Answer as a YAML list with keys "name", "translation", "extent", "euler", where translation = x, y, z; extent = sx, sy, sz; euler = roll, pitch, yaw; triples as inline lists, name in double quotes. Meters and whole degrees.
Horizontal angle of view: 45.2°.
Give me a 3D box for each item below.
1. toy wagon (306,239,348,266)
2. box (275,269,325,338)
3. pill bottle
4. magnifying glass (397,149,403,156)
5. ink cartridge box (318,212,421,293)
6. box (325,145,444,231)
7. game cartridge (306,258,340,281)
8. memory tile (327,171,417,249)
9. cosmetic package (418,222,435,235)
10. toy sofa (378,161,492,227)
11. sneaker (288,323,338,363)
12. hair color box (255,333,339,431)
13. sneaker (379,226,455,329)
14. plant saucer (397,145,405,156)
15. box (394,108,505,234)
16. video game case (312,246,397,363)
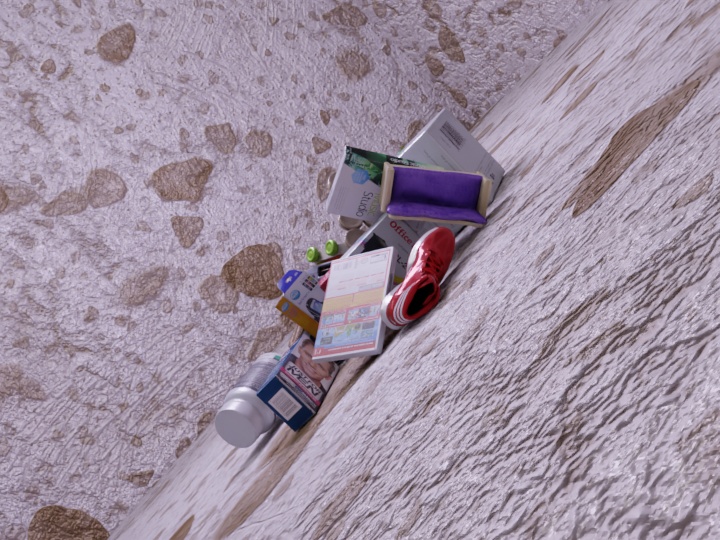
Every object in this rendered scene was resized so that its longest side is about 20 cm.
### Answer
- name: "toy wagon"
  translation: [-0.010, -0.036, 1.800]
  extent: [0.154, 0.040, 0.199]
  euler: [4, -13, -37]
- name: "box"
  translation: [-0.083, 0.082, 1.744]
  extent: [0.042, 0.199, 0.119]
  euler: [-55, -1, 31]
- name: "pill bottle"
  translation: [-0.214, 0.270, 1.805]
  extent: [0.113, 0.113, 0.200]
  euler: [-44, 4, 36]
- name: "magnifying glass"
  translation: [0.150, -0.184, 1.899]
  extent: [0.022, 0.201, 0.079]
  euler: [-38, -5, 31]
- name: "ink cartridge box"
  translation: [0.040, 0.001, 1.636]
  extent: [0.200, 0.146, 0.083]
  euler: [-47, 4, 3]
- name: "box"
  translation: [0.047, -0.154, 1.654]
  extent: [0.037, 0.198, 0.145]
  euler: [-94, 19, -45]
- name: "game cartridge"
  translation: [0.000, 0.000, 1.790]
  extent: [0.199, 0.042, 0.133]
  euler: [-15, -13, 43]
- name: "memory tile"
  translation: [0.022, -0.124, 1.743]
  extent: [0.152, 0.201, 0.017]
  euler: [-7, -33, -15]
- name: "cosmetic package"
  translation: [0.109, -0.046, 1.909]
  extent: [0.200, 0.071, 0.101]
  euler: [-47, 4, 1]
- name: "toy sofa"
  translation: [0.137, -0.139, 1.575]
  extent: [0.098, 0.198, 0.083]
  euler: [-111, 28, -68]
- name: "sneaker"
  translation: [-0.080, 0.135, 1.793]
  extent: [0.070, 0.108, 0.200]
  euler: [-49, 9, 23]
- name: "hair color box"
  translation: [-0.112, 0.202, 1.593]
  extent: [0.061, 0.100, 0.200]
  euler: [-44, 5, 20]
- name: "sneaker"
  translation: [0.118, 0.009, 1.407]
  extent: [0.201, 0.078, 0.115]
  euler: [-61, 17, -18]
- name: "plant saucer"
  translation: [0.075, -0.150, 1.934]
  extent: [0.200, 0.048, 0.201]
  euler: [-66, -8, -56]
- name: "box"
  translation: [0.181, -0.207, 1.813]
  extent: [0.131, 0.200, 0.199]
  euler: [-42, 6, 29]
- name: "video game case"
  translation: [-0.009, 0.060, 1.505]
  extent: [0.142, 0.017, 0.201]
  euler: [-12, 54, 35]
